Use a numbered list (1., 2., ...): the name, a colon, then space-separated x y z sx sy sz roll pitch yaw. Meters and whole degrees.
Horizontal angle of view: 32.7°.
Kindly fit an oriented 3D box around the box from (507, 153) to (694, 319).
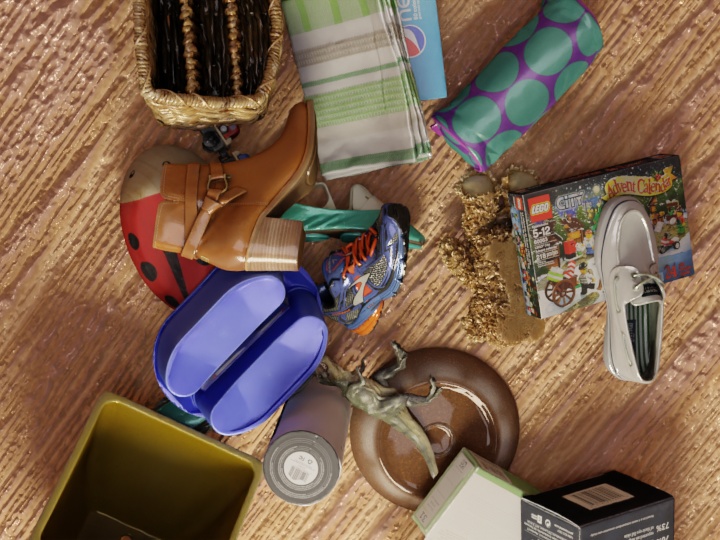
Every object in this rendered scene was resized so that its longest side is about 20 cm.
1. box: 0.265 -0.039 1.342 0.199 0.038 0.138 -15 103 -18

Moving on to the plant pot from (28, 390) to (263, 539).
1. plant pot: -0.247 0.288 1.328 0.193 0.196 0.200 26 142 -8

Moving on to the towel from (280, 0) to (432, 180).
1. towel: -0.010 -0.201 1.289 0.148 0.031 0.201 -8 101 38

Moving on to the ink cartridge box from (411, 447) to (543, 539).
1. ink cartridge box: 0.115 0.317 1.405 0.145 0.048 0.200 32 99 -33

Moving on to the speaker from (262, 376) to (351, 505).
1. speaker: -0.053 0.178 1.320 0.081 0.200 0.082 1 101 3

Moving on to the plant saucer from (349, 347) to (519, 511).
1. plant saucer: 0.087 0.190 1.412 0.199 0.037 0.202 0 102 -2

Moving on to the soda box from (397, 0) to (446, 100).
1. soda box: 0.045 -0.280 1.300 0.067 0.064 0.202 -8 101 0

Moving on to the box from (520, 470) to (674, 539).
1. box: 0.268 0.348 1.390 0.147 0.104 0.202 -8 103 -31

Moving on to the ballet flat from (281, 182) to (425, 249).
1. ballet flat: -0.025 -0.061 1.343 0.198 0.067 0.071 2 84 -5

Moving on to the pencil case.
1. pencil case: 0.167 -0.203 1.311 0.200 0.092 0.085 -46 135 4

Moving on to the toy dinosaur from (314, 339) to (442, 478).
1. toy dinosaur: 0.037 0.137 1.361 0.200 0.047 0.088 40 97 -14

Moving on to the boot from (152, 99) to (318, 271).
1. boot: -0.125 -0.097 1.255 0.153 0.074 0.201 8 63 4

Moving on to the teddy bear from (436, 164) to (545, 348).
1. teddy bear: 0.155 -0.018 1.363 0.144 0.067 0.201 -23 101 -16

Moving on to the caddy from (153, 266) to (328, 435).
1. caddy: -0.126 0.075 1.294 0.200 0.105 0.141 -45 111 1

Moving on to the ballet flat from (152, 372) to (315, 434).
1. ballet flat: -0.140 0.134 1.376 0.199 0.074 0.075 -21 102 1

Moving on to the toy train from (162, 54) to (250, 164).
1. toy train: -0.154 -0.152 1.313 0.046 0.034 0.201 -33 86 -12

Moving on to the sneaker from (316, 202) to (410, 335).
1. sneaker: 0.000 0.000 1.302 0.078 0.076 0.200 13 138 -12

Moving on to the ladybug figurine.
1. ladybug figurine: -0.194 -0.035 1.325 0.135 0.072 0.201 -18 103 16

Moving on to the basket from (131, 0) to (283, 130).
1. basket: -0.149 -0.253 1.230 0.142 0.149 0.202 -4 83 -1

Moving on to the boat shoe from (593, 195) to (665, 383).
1. boat shoe: 0.297 0.022 1.306 0.073 0.067 0.202 -11 102 -19
